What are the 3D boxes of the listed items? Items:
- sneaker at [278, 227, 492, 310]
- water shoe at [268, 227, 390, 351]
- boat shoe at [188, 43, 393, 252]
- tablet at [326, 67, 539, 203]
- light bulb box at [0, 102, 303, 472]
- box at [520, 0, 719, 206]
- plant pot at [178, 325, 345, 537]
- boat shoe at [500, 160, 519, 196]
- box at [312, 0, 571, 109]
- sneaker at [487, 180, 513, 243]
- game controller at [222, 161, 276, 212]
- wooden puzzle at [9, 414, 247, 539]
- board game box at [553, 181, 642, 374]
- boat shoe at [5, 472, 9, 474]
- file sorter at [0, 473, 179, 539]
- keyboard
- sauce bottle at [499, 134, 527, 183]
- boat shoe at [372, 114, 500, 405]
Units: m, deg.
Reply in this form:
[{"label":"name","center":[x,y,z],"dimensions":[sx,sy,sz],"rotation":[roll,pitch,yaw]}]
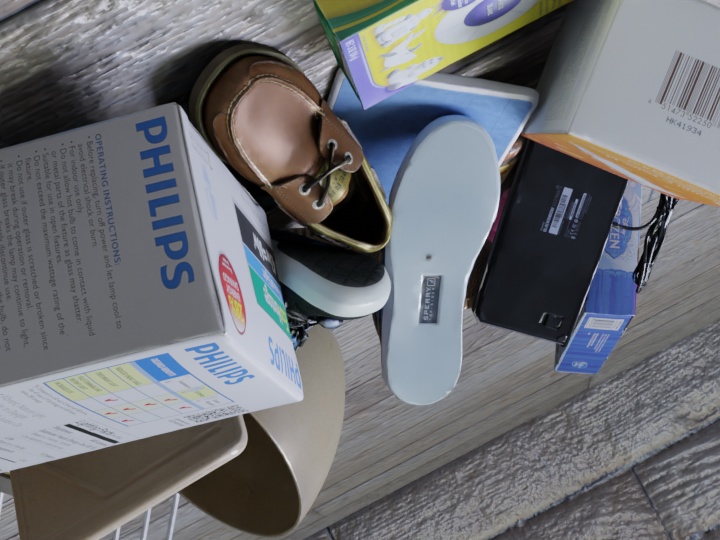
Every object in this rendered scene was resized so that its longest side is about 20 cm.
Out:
[{"label":"sneaker","center":[0.000,0.000,1.129],"dimensions":[0.199,0.071,0.108],"rotation":[1,174,-14]},{"label":"water shoe","center":[-0.040,0.022,0.963],"dimensions":[0.071,0.079,0.200],"rotation":[5,-172,-24]},{"label":"boat shoe","center":[-0.029,-0.067,0.884],"dimensions":[0.072,0.068,0.200],"rotation":[-52,153,1]},{"label":"tablet","center":[0.032,-0.082,1.019],"dimensions":[0.129,0.014,0.200],"rotation":[7,157,-9]},{"label":"light bulb box","center":[-0.153,0.020,0.814],"dimensions":[0.199,0.126,0.198],"rotation":[-14,164,5]},{"label":"box","center":[0.182,-0.106,0.926],"dimensions":[0.200,0.124,0.098],"rotation":[-101,-147,-85]},{"label":"plant pot","center":[-0.088,0.094,1.210],"dimensions":[0.134,0.200,0.200],"rotation":[-46,178,-34]},{"label":"boat shoe","center":[0.135,-0.074,1.261],"dimensions":[0.073,0.075,0.200],"rotation":[-2,169,1]},{"label":"box","center":[0.074,-0.169,0.839],"dimensions":[0.199,0.049,0.117],"rotation":[-30,166,1]},{"label":"sneaker","center":[0.157,-0.087,1.123],"dimensions":[0.096,0.079,0.201],"rotation":[-69,-175,-62]},{"label":"game controller","center":[-0.101,-0.057,0.940],"dimensions":[0.104,0.042,0.200],"rotation":[-20,172,35]},{"label":"wooden puzzle","center":[-0.164,0.090,1.020],"dimensions":[0.185,0.201,0.037],"rotation":[-32,138,17]},{"label":"board game box","center":[0.193,-0.034,1.231],"dimensions":[0.043,0.200,0.200],"rotation":[4,164,2]},{"label":"boat shoe","center":[-0.242,0.128,1.247],"dimensions":[0.199,0.072,0.065],"rotation":[12,116,-51]},{"label":"file sorter","center":[-0.264,0.226,1.298],"dimensions":[0.138,0.125,0.200],"rotation":[12,-178,24]},{"label":"keyboard","center":[0.164,-0.038,1.070],"dimensions":[0.021,0.126,0.201],"rotation":[-85,-169,-67]},{"label":"sauce bottle","center":[0.073,-0.071,1.140],"dimensions":[0.066,0.066,0.200],"rotation":[-23,166,-17]},{"label":"boat shoe","center":[0.041,-0.017,1.014],"dimensions":[0.070,0.091,0.201],"rotation":[4,113,-12]}]
